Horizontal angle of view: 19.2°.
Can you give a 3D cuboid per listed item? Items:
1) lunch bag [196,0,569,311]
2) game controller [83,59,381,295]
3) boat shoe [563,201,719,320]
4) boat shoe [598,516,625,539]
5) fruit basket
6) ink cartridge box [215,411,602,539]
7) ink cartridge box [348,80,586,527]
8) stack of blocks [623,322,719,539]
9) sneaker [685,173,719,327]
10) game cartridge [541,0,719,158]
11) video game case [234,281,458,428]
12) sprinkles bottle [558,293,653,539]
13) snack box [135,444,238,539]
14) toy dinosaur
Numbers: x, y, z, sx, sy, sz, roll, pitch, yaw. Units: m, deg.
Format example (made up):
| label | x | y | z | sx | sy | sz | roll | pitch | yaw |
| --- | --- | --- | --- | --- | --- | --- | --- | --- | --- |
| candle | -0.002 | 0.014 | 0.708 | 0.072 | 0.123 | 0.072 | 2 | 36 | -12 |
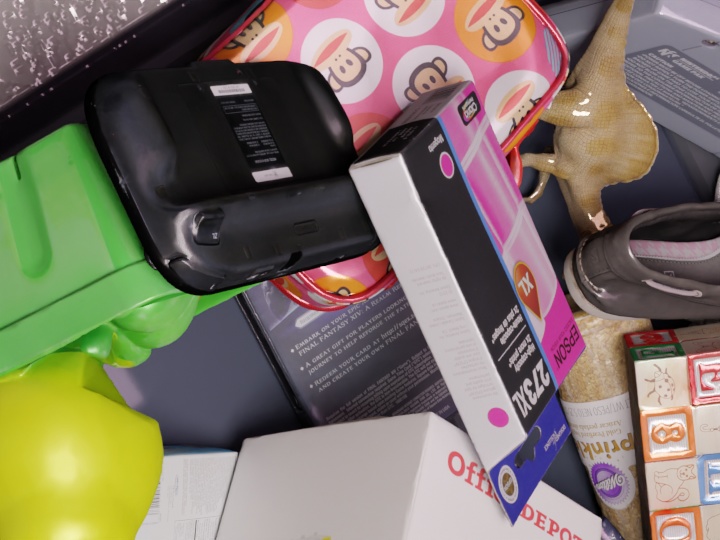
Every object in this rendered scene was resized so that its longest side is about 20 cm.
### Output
| label | x | y | z | sx | sy | sz | roll | pitch | yaw |
| --- | --- | --- | --- | --- | --- | --- | --- | --- | --- |
| lunch bag | 0.010 | -0.080 | 1.100 | 0.176 | 0.082 | 0.200 | 45 | 78 | -3 |
| game controller | -0.051 | -0.047 | 0.963 | 0.104 | 0.042 | 0.200 | 56 | 25 | 10 |
| boat shoe | 0.209 | -0.006 | 1.195 | 0.200 | 0.057 | 0.067 | -4 | 70 | -29 |
| boat shoe | 0.133 | 0.221 | 1.213 | 0.075 | 0.093 | 0.200 | -34 | 107 | -24 |
| fruit basket | -0.136 | 0.052 | 0.977 | 0.155 | 0.215 | 0.216 | -14 | 99 | -62 |
| ink cartridge box | 0.011 | 0.195 | 1.077 | 0.147 | 0.145 | 0.200 | 36 | 57 | -37 |
| ink cartridge box | 0.063 | 0.015 | 1.041 | 0.095 | 0.037 | 0.200 | -48 | 121 | -54 |
| stack of blocks | 0.214 | 0.131 | 1.180 | 0.115 | 0.059 | 0.200 | -6 | 103 | 2 |
| sneaker | 0.220 | 0.027 | 1.265 | 0.071 | 0.073 | 0.200 | 24 | 58 | -14 |
| game cartridge | 0.210 | -0.112 | 1.218 | 0.200 | 0.133 | 0.041 | 25 | 75 | -32 |
| video game case | 0.000 | 0.000 | 1.176 | 0.143 | 0.019 | 0.200 | -34 | 105 | -24 |
| sprinkles bottle | 0.162 | 0.108 | 1.241 | 0.068 | 0.068 | 0.200 | -26 | 103 | -26 |
| snack box | -0.109 | 0.190 | 1.074 | 0.116 | 0.037 | 0.200 | 10 | 85 | -69 |
| toy dinosaur | 0.121 | -0.092 | 1.187 | 0.058 | 0.101 | 0.200 | -42 | 145 | -49 |
